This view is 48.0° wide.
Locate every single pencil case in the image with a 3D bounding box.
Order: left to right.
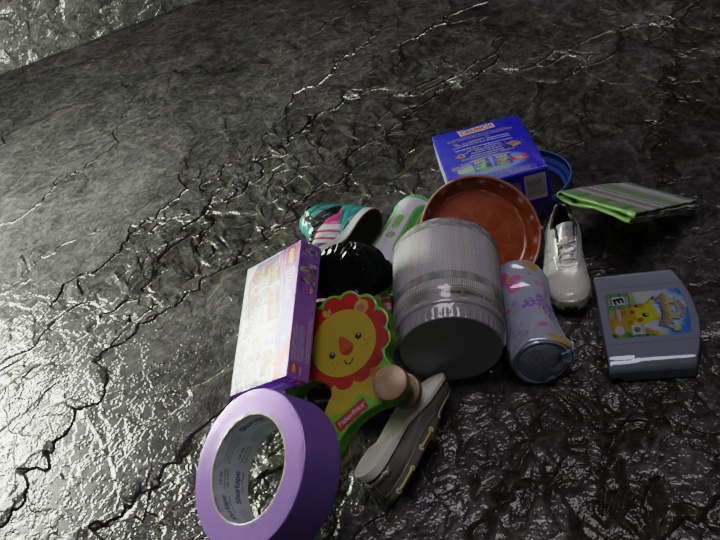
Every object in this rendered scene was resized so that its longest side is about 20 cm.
[{"bbox_3d":[0.246,0.069,1.179,0.091,0.083,0.200,-28,33,15],"label":"pencil case"}]

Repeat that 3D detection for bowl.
[{"bbox_3d":[0.288,-0.156,1.491,0.200,0.039,0.201,-10,37,8],"label":"bowl"}]

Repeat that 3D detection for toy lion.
[{"bbox_3d":[-0.026,0.134,1.079,0.200,0.069,0.192,-43,58,6],"label":"toy lion"}]

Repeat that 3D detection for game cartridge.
[{"bbox_3d":[0.411,0.072,1.157,0.133,0.041,0.200,-4,39,10],"label":"game cartridge"}]

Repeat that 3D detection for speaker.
[{"bbox_3d":[0.069,-0.044,1.390,0.088,0.089,0.200,5,42,26],"label":"speaker"}]

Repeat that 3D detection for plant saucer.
[{"bbox_3d":[0.194,-0.058,1.322,0.200,0.032,0.201,1,76,-4],"label":"plant saucer"}]

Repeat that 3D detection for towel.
[{"bbox_3d":[0.435,-0.110,1.320,0.200,0.031,0.149,-11,24,-40],"label":"towel"}]

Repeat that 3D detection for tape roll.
[{"bbox_3d":[-0.119,0.253,1.014,0.200,0.066,0.201,-21,57,35],"label":"tape roll"}]

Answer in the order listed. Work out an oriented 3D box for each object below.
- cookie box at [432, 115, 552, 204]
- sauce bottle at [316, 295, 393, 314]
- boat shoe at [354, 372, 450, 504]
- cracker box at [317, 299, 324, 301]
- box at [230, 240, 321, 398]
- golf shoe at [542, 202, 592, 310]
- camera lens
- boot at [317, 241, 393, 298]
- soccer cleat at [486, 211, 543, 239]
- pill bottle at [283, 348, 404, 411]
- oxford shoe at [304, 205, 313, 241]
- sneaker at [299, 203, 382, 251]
[{"bbox_3d":[0.233,-0.187,1.456,0.171,0.075,0.200,-14,37,4],"label":"cookie box"},{"bbox_3d":[-0.048,0.076,1.209,0.199,0.066,0.066,-6,37,0],"label":"sauce bottle"},{"bbox_3d":[0.068,0.219,1.076,0.072,0.060,0.202,-33,12,51],"label":"boat shoe"},{"bbox_3d":[-0.100,0.068,1.333,0.134,0.058,0.200,-11,38,3],"label":"cracker box"},{"bbox_3d":[-0.118,0.072,1.129,0.137,0.039,0.201,-25,52,45],"label":"box"},{"bbox_3d":[0.316,-0.025,1.266,0.078,0.097,0.200,-7,39,10],"label":"golf shoe"},{"bbox_3d":[0.126,0.036,1.171,0.159,0.160,0.200,-8,46,11],"label":"camera lens"},{"bbox_3d":[0.000,0.000,1.214,0.200,0.077,0.168,-17,-6,40],"label":"boot"},{"bbox_3d":[0.213,-0.051,1.371,0.199,0.069,0.085,-1,78,-8],"label":"soccer cleat"},{"bbox_3d":[-0.043,0.151,1.167,0.199,0.106,0.106,-6,38,14],"label":"pill bottle"},{"bbox_3d":[-0.047,-0.061,1.472,0.071,0.071,0.200,-33,41,-23],"label":"oxford shoe"},{"bbox_3d":[-0.069,-0.047,1.360,0.121,0.084,0.200,19,53,42],"label":"sneaker"}]
